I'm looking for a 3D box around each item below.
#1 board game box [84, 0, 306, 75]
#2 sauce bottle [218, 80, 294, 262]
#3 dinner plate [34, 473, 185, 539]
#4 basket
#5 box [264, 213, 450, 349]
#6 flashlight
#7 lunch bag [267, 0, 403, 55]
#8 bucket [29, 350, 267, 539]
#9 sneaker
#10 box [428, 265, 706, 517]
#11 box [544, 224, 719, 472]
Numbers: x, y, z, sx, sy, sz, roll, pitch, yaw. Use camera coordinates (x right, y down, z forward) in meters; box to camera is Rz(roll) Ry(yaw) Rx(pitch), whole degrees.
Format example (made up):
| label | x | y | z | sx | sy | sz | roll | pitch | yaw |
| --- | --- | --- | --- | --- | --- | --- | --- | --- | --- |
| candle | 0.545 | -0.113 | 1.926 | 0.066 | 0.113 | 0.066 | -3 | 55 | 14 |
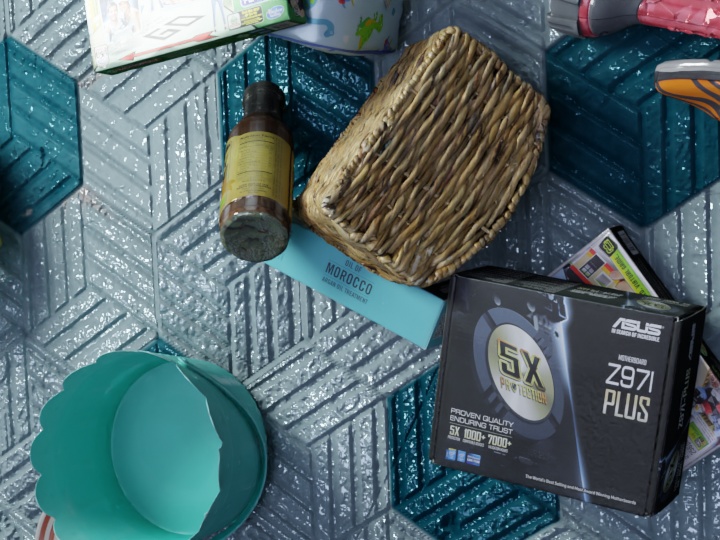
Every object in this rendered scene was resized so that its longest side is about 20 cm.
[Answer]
| label | x | y | z | sx | sy | sz | roll | pitch | yaw |
| --- | --- | --- | --- | --- | --- | --- | --- | --- | --- |
| board game box | -0.145 | -0.250 | 1.298 | 0.199 | 0.029 | 0.136 | -11 | 86 | 28 |
| sauce bottle | -0.089 | -0.093 | 1.384 | 0.064 | 0.201 | 0.065 | 0 | 131 | 0 |
| dinner plate | -0.248 | 0.304 | 1.588 | 0.199 | 0.024 | 0.202 | 3 | 96 | 27 |
| basket | 0.058 | -0.088 | 1.328 | 0.142 | 0.149 | 0.200 | 36 | 84 | -11 |
| box | 0.000 | 0.000 | 1.399 | 0.199 | 0.082 | 0.049 | 28 | 108 | 21 |
| flashlight | 0.252 | -0.206 | 1.256 | 0.199 | 0.068 | 0.068 | 17 | 92 | 26 |
| lunch bag | -0.069 | -0.241 | 1.362 | 0.199 | 0.161 | 0.083 | 16 | 103 | 25 |
| bucket | -0.192 | 0.174 | 1.469 | 0.206 | 0.135 | 0.209 | 0 | 89 | 21 |
| sneaker | 0.322 | -0.104 | 1.229 | 0.199 | 0.077 | 0.113 | 14 | 101 | 24 |
| box | 0.170 | 0.095 | 1.283 | 0.199 | 0.086 | 0.165 | 12 | 101 | 25 |
| box | 0.233 | 0.075 | 1.317 | 0.110 | 0.035 | 0.200 | -40 | 78 | 25 |
